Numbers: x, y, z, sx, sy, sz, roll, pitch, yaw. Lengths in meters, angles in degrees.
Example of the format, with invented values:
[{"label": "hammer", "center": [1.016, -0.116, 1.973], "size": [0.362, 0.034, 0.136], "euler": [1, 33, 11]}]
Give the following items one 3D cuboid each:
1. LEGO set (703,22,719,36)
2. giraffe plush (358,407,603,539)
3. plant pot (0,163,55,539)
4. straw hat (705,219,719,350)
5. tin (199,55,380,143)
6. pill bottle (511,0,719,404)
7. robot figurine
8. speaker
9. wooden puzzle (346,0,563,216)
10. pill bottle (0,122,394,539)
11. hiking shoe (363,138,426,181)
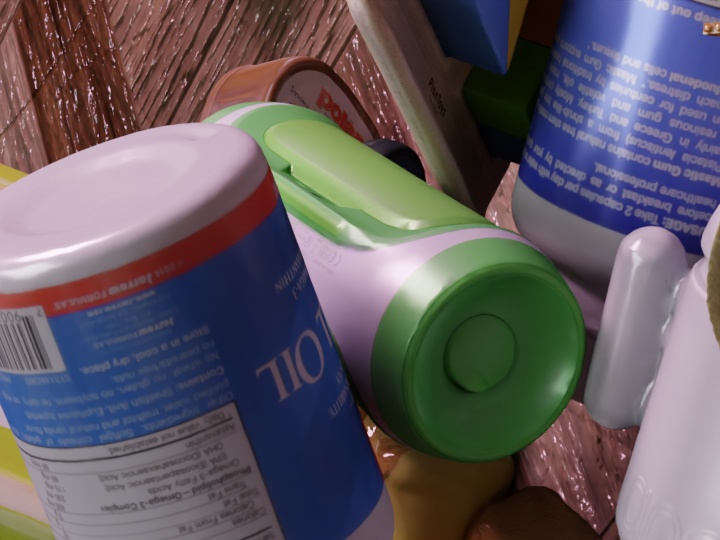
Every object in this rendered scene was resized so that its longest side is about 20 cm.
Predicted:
[{"label": "LEGO set", "center": [0.179, -0.132, 0.844], "size": [0.200, 0.116, 0.154], "euler": [6, 80, 30]}, {"label": "giraffe plush", "center": [-0.007, 0.153, 1.084], "size": [0.172, 0.162, 0.200], "euler": [32, 151, 40]}, {"label": "plant pot", "center": [-0.154, 0.063, 1.317], "size": [0.181, 0.199, 0.200], "euler": [123, 168, -70]}, {"label": "straw hat", "center": [0.206, -0.010, 0.825], "size": [0.201, 0.201, 0.085], "euler": [-60, 6, 38]}, {"label": "tin", "center": [-0.037, -0.008, 1.262], "size": [0.042, 0.112, 0.200], "euler": [-9, 47, 29]}, {"label": "pill bottle", "center": [0.117, -0.052, 1.018], "size": [0.112, 0.112, 0.200], "euler": [40, 119, 57]}, {"label": "robot figurine", "center": [0.154, 0.046, 0.931], "size": [0.169, 0.113, 0.200], "euler": [22, 109, 20]}, {"label": "speaker", "center": [0.000, 0.000, 1.032], "size": [0.200, 0.088, 0.089], "euler": [35, 115, 56]}, {"label": "wooden puzzle", "center": [0.069, -0.126, 1.040], "size": [0.046, 0.185, 0.200], "euler": [16, 70, 23]}, {"label": "pill bottle", "center": [-0.053, 0.061, 0.948], "size": [0.112, 0.112, 0.200], "euler": [22, 136, 61]}, {"label": "hiking shoe", "center": [0.029, 0.033, 1.233], "size": [0.087, 0.074, 0.200], "euler": [-15, 66, 32]}]
